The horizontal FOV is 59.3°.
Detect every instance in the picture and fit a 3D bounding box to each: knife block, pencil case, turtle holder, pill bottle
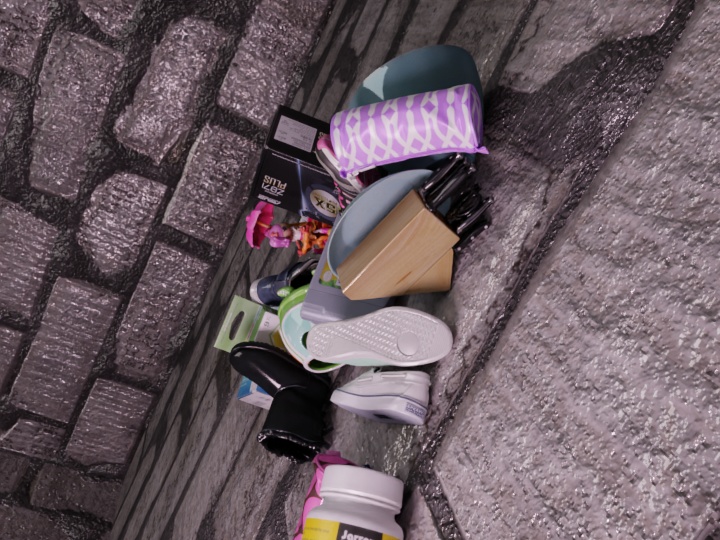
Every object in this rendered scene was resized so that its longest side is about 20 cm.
[{"bbox_3d":[0.068,-0.059,0.812,0.064,0.197,0.178,-109,16,-60],"label":"knife block"},{"bbox_3d":[0.056,-0.172,0.790,0.198,0.084,0.087,-8,78,25],"label":"pencil case"},{"bbox_3d":[-0.043,0.087,1.037,0.142,0.183,0.133,82,178,-56],"label":"turtle holder"},{"bbox_3d":[-0.056,0.342,0.825,0.094,0.090,0.202,32,101,62],"label":"pencil case"},{"bbox_3d":[-0.015,0.326,0.689,0.114,0.113,0.202,-35,37,56],"label":"pill bottle"}]

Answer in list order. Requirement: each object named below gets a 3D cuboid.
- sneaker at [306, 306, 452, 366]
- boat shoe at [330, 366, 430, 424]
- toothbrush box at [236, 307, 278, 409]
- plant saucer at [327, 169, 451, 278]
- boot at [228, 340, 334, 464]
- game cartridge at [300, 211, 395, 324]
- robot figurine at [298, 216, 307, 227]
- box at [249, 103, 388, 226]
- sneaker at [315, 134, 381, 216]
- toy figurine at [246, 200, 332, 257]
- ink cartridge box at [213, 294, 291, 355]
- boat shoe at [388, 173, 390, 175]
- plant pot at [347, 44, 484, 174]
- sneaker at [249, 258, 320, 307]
[{"bbox_3d":[0.041,0.090,0.847,0.198,0.118,0.075,-4,81,26],"label":"sneaker"},{"bbox_3d":[0.029,0.161,0.839,0.199,0.073,0.066,-10,54,56],"label":"boat shoe"},{"bbox_3d":[-0.175,0.178,1.328,0.146,0.085,0.202,-31,39,60],"label":"toothbrush box"},{"bbox_3d":[0.034,-0.068,0.876,0.039,0.199,0.202,54,124,33],"label":"plant saucer"},{"bbox_3d":[-0.135,0.214,1.026,0.074,0.196,0.163,-56,16,35],"label":"boot"},{"bbox_3d":[0.000,0.000,0.981,0.041,0.132,0.202,85,-159,-61],"label":"game cartridge"},{"bbox_3d":[-0.058,-0.157,1.335,0.201,0.112,0.170,-60,37,21],"label":"robot figurine"},{"bbox_3d":[-0.068,-0.160,1.039,0.164,0.198,0.087,132,155,-62],"label":"box"},{"bbox_3d":[-0.010,-0.112,0.929,0.087,0.200,0.074,-25,43,28],"label":"sneaker"},{"bbox_3d":[-0.116,-0.071,1.164,0.200,0.182,0.152,-126,37,-51],"label":"toy figurine"},{"bbox_3d":[-0.150,0.130,1.134,0.105,0.198,0.059,-66,17,2],"label":"ink cartridge box"},{"bbox_3d":[0.048,-0.098,1.055,0.200,0.071,0.067,-38,39,56],"label":"boat shoe"},{"bbox_3d":[0.096,-0.199,0.904,0.200,0.198,0.136,-43,62,50],"label":"plant pot"},{"bbox_3d":[-0.084,0.023,1.176,0.145,0.201,0.078,-19,85,43],"label":"sneaker"}]
